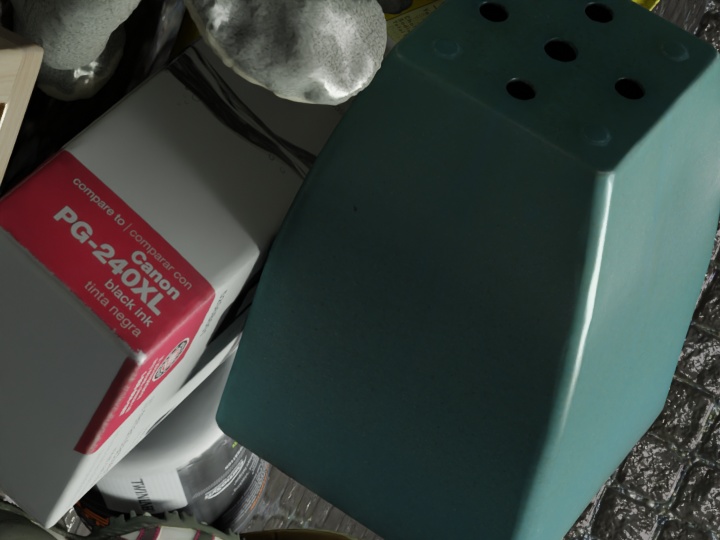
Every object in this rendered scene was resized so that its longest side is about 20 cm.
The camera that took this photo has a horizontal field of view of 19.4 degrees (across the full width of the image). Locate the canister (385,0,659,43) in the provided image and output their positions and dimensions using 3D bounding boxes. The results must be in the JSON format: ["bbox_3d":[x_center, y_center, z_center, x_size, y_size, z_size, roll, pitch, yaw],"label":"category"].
[{"bbox_3d":[0.055,-0.146,0.894,0.200,0.087,0.149,-13,-147,56],"label":"canister"}]

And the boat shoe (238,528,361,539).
[{"bbox_3d":[-0.062,0.169,1.032,0.066,0.199,0.074,-6,78,-59],"label":"boat shoe"}]

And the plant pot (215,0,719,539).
[{"bbox_3d":[0.051,-0.008,0.792,0.141,0.141,0.201,-45,159,-39],"label":"plant pot"}]

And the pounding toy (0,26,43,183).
[{"bbox_3d":[-0.169,0.027,0.493,0.185,0.142,0.200,-68,168,15],"label":"pounding toy"}]

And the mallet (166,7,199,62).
[{"bbox_3d":[-0.079,-0.087,0.939,0.066,0.041,0.201,-45,162,-50],"label":"mallet"}]

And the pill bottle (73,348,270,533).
[{"bbox_3d":[-0.097,0.078,1.012,0.107,0.106,0.200,-61,168,-20],"label":"pill bottle"}]

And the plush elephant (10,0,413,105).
[{"bbox_3d":[-0.039,-0.131,0.707,0.165,0.154,0.200,-63,169,-7],"label":"plush elephant"}]

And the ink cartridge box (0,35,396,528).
[{"bbox_3d":[-0.074,-0.013,0.846,0.200,0.083,0.145,-44,173,-38],"label":"ink cartridge box"}]

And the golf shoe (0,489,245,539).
[{"bbox_3d":[-0.113,0.148,0.908,0.199,0.088,0.077,22,121,-38],"label":"golf shoe"}]
